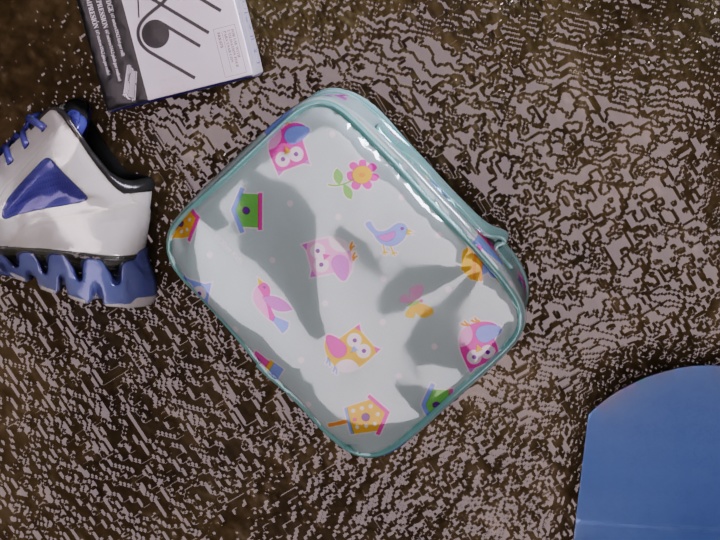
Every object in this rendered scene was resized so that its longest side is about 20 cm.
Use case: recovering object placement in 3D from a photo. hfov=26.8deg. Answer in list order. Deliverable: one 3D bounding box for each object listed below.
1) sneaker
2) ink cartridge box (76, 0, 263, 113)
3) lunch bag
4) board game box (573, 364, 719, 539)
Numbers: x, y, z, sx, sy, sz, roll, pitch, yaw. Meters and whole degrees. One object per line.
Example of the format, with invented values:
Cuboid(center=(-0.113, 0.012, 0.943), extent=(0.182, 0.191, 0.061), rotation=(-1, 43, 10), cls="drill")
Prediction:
Cuboid(center=(-0.211, -0.054, 0.921), extent=(0.198, 0.081, 0.116), rotation=(12, 99, -3), cls="sneaker")
Cuboid(center=(-0.129, -0.202, 0.893), extent=(0.094, 0.044, 0.201), rotation=(-12, 99, 7), cls="ink cartridge box")
Cuboid(center=(0.000, 0.000, 0.902), extent=(0.160, 0.077, 0.200), rotation=(-43, 94, 11), cls="lunch bag")
Cuboid(center=(0.205, 0.151, 0.928), extent=(0.157, 0.039, 0.201), rotation=(4, 101, -6), cls="board game box")
